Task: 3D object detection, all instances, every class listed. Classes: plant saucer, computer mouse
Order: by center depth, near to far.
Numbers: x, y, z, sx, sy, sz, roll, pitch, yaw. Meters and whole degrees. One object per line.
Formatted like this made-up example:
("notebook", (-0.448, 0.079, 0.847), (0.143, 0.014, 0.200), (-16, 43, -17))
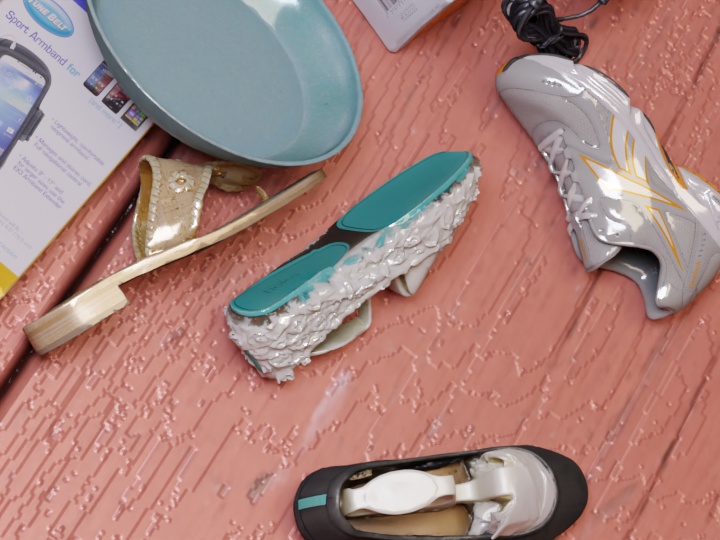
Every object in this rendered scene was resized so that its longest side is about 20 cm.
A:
("plant saucer", (-0.090, -0.135, 1.457), (0.200, 0.036, 0.200), (25, 41, -24))
("computer mouse", (0.163, -0.219, 1.522), (0.200, 0.140, 0.046), (-46, 70, 13))

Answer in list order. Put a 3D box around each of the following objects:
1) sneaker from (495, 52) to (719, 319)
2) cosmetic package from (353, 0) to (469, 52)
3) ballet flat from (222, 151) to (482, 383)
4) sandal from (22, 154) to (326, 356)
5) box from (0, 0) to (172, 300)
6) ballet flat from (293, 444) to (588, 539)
("sneaker", (0.155, -0.053, 1.541), (0.200, 0.076, 0.092), (42, 70, -4))
("cosmetic package", (0.089, -0.232, 1.549), (0.200, 0.101, 0.071), (-37, 91, -24))
("ballet flat", (0.000, 0.000, 1.479), (0.200, 0.072, 0.072), (-35, 89, -23))
("sandal", (-0.120, -0.033, 1.428), (0.211, 0.078, 0.070), (-33, 94, -20))
("box", (-0.202, -0.087, 1.434), (0.119, 0.041, 0.200), (42, 63, -5))
("ballet flat", (0.059, 0.140, 1.450), (0.199, 0.068, 0.068), (-5, 77, -22))
